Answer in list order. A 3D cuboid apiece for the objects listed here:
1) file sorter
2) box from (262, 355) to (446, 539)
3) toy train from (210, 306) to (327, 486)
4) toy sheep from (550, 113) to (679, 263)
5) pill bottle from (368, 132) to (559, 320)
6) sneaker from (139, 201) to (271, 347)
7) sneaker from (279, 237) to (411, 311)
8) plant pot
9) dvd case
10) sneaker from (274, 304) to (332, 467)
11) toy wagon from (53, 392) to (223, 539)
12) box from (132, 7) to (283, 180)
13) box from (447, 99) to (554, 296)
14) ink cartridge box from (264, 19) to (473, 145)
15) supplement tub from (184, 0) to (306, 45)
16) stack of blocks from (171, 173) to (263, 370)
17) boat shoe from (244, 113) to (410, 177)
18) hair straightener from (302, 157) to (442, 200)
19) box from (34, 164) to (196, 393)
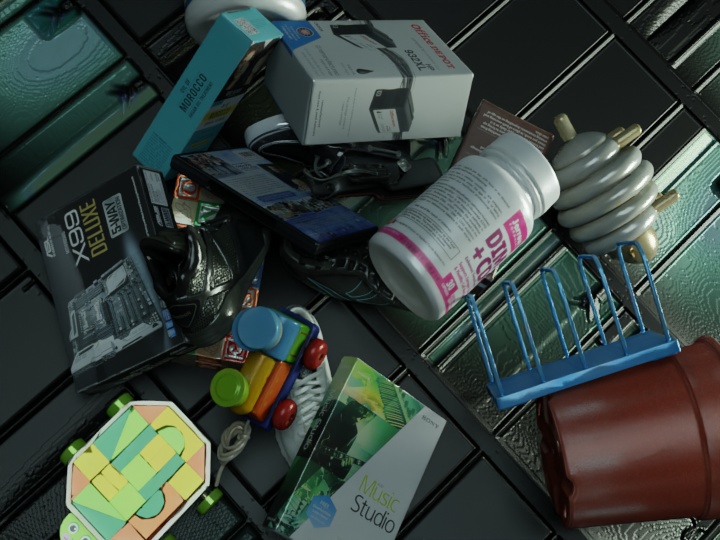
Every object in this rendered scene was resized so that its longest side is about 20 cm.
[{"bbox_3d":[0.220,0.056,1.274,0.197,0.139,0.125,-18,90,2],"label":"file sorter"},{"bbox_3d":[-0.002,0.215,1.255,0.144,0.036,0.202,36,69,-28],"label":"box"},{"bbox_3d":[-0.120,0.131,1.196,0.084,0.116,0.202,26,87,19],"label":"toy train"},{"bbox_3d":[0.283,-0.096,1.362,0.137,0.138,0.202,-34,93,-15],"label":"toy sheep"},{"bbox_3d":[0.114,-0.051,1.263,0.200,0.114,0.114,-41,83,-15],"label":"pill bottle"},{"bbox_3d":[-0.158,-0.030,1.212,0.115,0.075,0.201,54,39,-33],"label":"sneaker"},{"bbox_3d":[0.000,0.000,1.330,0.197,0.079,0.076,21,66,-7],"label":"sneaker"},{"bbox_3d":[0.298,0.186,1.264,0.192,0.201,0.204,-10,75,-1],"label":"plant pot"},{"bbox_3d":[-0.092,-0.079,1.270,0.199,0.142,0.018,32,112,20],"label":"dvd case"},{"bbox_3d":[-0.060,0.139,1.280,0.075,0.081,0.203,-12,77,-12],"label":"sneaker"},{"bbox_3d":[-0.250,0.236,1.248,0.155,0.040,0.200,44,73,6],"label":"toy wagon"},{"bbox_3d":[-0.170,-0.195,1.301,0.049,0.082,0.201,41,116,6],"label":"box"},{"bbox_3d":[0.141,-0.085,1.373,0.099,0.075,0.202,26,71,0],"label":"box"},{"bbox_3d":[0.007,-0.217,1.333,0.197,0.085,0.146,-6,38,-24],"label":"ink cartridge box"},{"bbox_3d":[-0.139,-0.372,1.380,0.142,0.145,0.203,-2,74,-8],"label":"supplement tub"},{"bbox_3d":[-0.167,0.004,1.314,0.113,0.059,0.203,9,73,-4],"label":"stack of blocks"},{"bbox_3d":[-0.036,-0.141,1.371,0.197,0.072,0.069,-1,72,-15],"label":"boat shoe"},{"bbox_3d":[0.020,-0.112,1.317,0.198,0.077,0.041,-2,64,-41],"label":"hair straightener"},{"bbox_3d":[-0.260,0.011,1.264,0.156,0.050,0.203,-23,76,25],"label":"box"}]
